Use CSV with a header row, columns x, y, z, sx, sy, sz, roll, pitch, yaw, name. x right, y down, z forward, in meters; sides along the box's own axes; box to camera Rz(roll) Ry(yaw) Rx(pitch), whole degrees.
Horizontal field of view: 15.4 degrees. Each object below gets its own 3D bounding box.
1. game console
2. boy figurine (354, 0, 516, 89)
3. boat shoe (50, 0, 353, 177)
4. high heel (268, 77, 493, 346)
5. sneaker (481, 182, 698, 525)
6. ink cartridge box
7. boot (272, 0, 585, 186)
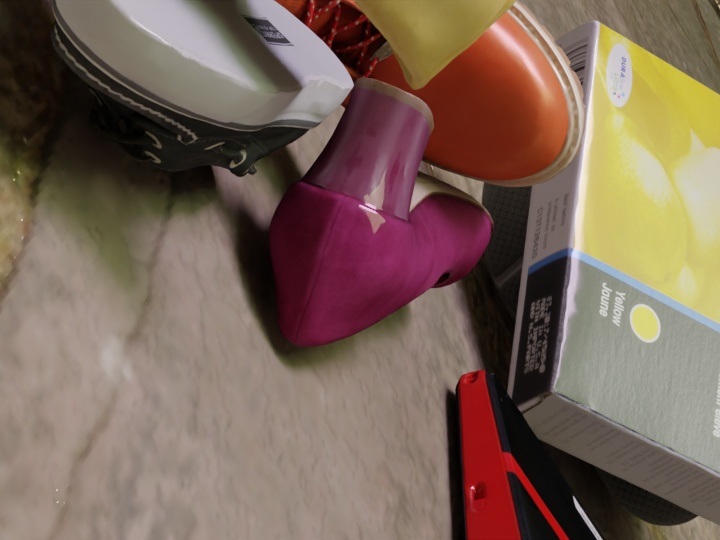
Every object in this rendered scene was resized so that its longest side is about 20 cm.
x,y,z,sx,sy,sz,roll,pitch,yaw,name
0.095,0.154,1.056,0.201,0.031,0.177,56,11,-23,game console
-0.036,-0.124,0.835,0.199,0.065,0.124,33,-7,15,boy figurine
-0.055,-0.059,0.849,0.069,0.057,0.200,47,11,12,boat shoe
0.000,0.000,1.002,0.067,0.097,0.200,20,-11,16,high heel
0.110,0.028,1.273,0.080,0.070,0.201,31,38,-84,sneaker
0.161,0.014,1.225,0.199,0.047,0.199,25,55,-26,ink cartridge box
-0.006,-0.091,0.986,0.199,0.075,0.107,35,18,0,boot
